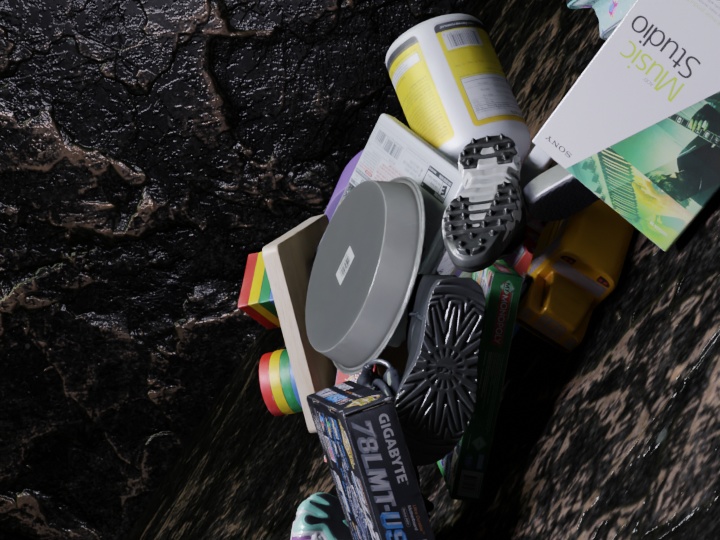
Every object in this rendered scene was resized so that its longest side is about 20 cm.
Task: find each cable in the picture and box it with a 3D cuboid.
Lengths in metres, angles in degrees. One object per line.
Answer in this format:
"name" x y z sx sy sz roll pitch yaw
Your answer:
"cable" 0.036 0.191 1.508 0.163 0.051 0.200 -114 17 -47

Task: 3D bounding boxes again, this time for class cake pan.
"cake pan" 0.000 0.000 1.564 0.200 0.037 0.200 -50 30 44

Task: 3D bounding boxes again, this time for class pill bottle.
"pill bottle" 0.108 -0.155 1.673 0.112 0.112 0.200 -47 57 54

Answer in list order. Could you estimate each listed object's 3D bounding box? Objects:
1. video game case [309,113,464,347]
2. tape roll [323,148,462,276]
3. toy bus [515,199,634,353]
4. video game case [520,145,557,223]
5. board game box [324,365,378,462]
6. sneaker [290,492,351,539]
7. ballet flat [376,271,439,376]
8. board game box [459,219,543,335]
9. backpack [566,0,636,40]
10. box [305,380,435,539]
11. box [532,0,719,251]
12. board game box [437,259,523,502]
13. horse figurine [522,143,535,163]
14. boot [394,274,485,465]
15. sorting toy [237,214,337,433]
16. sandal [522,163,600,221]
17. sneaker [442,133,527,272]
"video game case" 0.030 -0.044 1.631 0.182 0.023 0.200 -64 32 12
"tape roll" 0.059 -0.052 1.931 0.200 0.200 0.085 -52 11 38
"toy bus" 0.200 -0.023 1.455 0.078 0.065 0.200 -48 13 47
"video game case" 0.203 -0.110 1.557 0.182 0.023 0.200 -32 -15 -33
"board game box" 0.010 0.113 1.745 0.153 0.040 0.200 37 -120 -76
"sneaker" -0.070 0.333 1.717 0.140 0.078 0.200 -53 9 29
"ballet flat" 0.049 0.044 1.660 0.068 0.072 0.200 -11 27 21
"board game box" 0.139 0.022 1.685 0.153 0.040 0.200 -56 8 16
"backpack" 0.301 -0.309 1.537 0.200 0.153 0.176 -22 -3 -15
"box" 0.018 0.196 1.343 0.050 0.200 0.198 -18 2 -11
"box" 0.248 -0.134 1.283 0.200 0.144 0.036 -55 -12 29
"board game box" 0.105 0.093 1.455 0.135 0.029 0.200 -103 23 -83
"horse figurine" 0.195 -0.125 1.729 0.200 0.050 0.133 -25 16 26
"boot" 0.060 0.081 1.435 0.200 0.066 0.165 -170 98 -83
"sorting toy" -0.068 0.057 1.756 0.070 0.200 0.199 -12 8 16
"sandal" 0.222 -0.106 1.369 0.200 0.076 0.043 -26 59 24
"sneaker" 0.115 -0.039 1.425 0.200 0.066 0.091 -74 -26 -58
